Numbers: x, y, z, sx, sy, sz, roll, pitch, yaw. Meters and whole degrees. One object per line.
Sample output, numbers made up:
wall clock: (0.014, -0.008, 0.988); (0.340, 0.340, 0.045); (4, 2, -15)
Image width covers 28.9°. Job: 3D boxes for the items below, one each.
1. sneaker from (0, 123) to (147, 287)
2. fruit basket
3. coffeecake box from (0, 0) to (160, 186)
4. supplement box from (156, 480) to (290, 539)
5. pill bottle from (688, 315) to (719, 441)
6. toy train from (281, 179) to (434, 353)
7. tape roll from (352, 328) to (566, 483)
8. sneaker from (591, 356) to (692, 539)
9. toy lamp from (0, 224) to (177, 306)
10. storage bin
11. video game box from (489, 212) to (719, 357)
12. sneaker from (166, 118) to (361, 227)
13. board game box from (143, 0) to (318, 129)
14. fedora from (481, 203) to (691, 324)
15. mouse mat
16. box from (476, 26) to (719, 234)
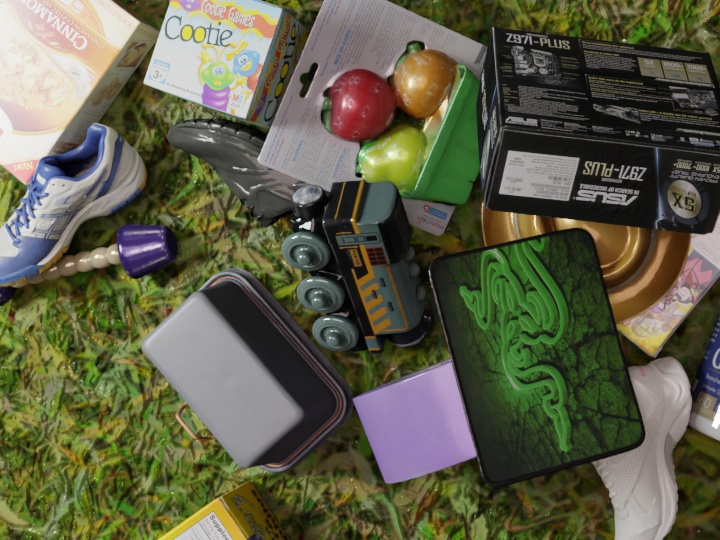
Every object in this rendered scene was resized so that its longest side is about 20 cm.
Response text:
sneaker: (-0.311, -0.070, 1.381); (0.200, 0.088, 0.075); (-42, 51, -10)
fruit basket: (0.026, -0.150, 1.310); (0.200, 0.094, 0.186); (21, 97, -13)
coffeecake box: (-0.326, -0.209, 1.414); (0.153, 0.073, 0.200); (38, 97, 7)
supplement box: (-0.170, 0.311, 1.369); (0.200, 0.110, 0.109); (-35, 84, 9)
pill bottle: (0.377, 0.064, 1.265); (0.111, 0.111, 0.200); (21, 94, 10)
toy train: (0.000, 0.000, 1.310); (0.114, 0.085, 0.200); (-4, 131, 18)
tape roll: (0.099, 0.119, 1.272); (0.200, 0.200, 0.085); (-22, 85, 10)
sneaker: (0.240, 0.173, 1.285); (0.099, 0.078, 0.200); (-1, 107, -9)
toy lamp: (-0.284, -0.007, 1.417); (0.200, 0.058, 0.058); (-13, 88, 13)
storage bin: (-0.125, 0.106, 1.347); (0.146, 0.134, 0.200); (-42, 82, 8)
video game box: (0.256, -0.049, 1.321); (0.200, 0.047, 0.182); (40, 94, 8)
sneaker: (-0.103, -0.094, 1.376); (0.200, 0.076, 0.091); (20, 101, 12)
board game box: (-0.111, -0.195, 1.310); (0.105, 0.200, 0.103); (20, 94, 10)
fedora: (0.202, -0.045, 1.266); (0.200, 0.082, 0.201); (0, 88, 11)
mouse mat: (0.152, 0.071, 1.188); (0.161, 0.008, 0.200); (-12, 83, -20)
box: (0.206, -0.122, 1.201); (0.200, 0.164, 0.086); (6, 130, -3)
